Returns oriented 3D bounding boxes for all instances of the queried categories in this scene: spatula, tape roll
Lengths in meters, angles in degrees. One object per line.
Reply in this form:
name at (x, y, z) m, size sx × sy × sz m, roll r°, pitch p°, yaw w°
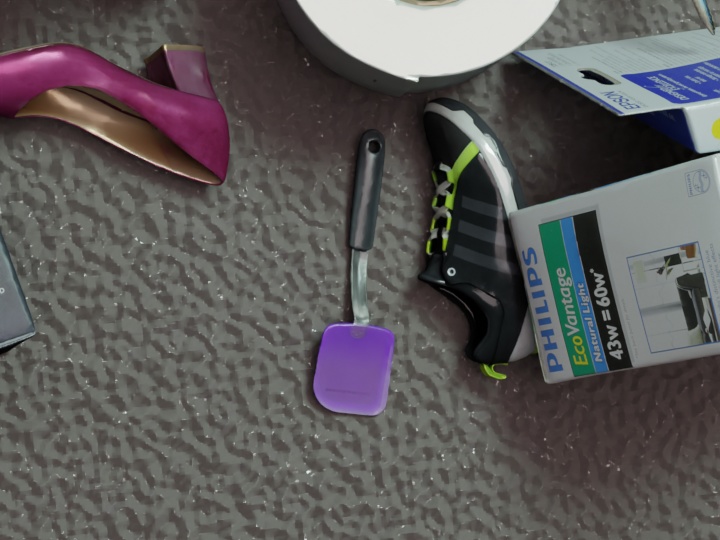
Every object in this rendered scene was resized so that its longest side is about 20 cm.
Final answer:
spatula at (0.000, 0.000, 1.344) m, size 0.056 × 0.021 × 0.201 m, roll 6°, pitch 83°, yaw -19°
tape roll at (0.038, -0.225, 1.294) m, size 0.202 × 0.139 × 0.204 m, roll 0°, pitch 91°, yaw -4°

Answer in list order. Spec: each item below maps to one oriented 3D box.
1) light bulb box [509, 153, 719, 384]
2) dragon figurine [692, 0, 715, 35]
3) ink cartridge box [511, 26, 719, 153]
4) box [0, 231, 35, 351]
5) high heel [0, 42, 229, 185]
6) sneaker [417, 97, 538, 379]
light bulb box at (0.243, -0.011, 1.286) m, size 0.198 × 0.200 × 0.125 m, roll -11°, pitch 88°, yaw -38°
dragon figurine at (0.244, -0.270, 1.336) m, size 0.099 × 0.059 × 0.201 m, roll -17°, pitch 65°, yaw -2°
ink cartridge box at (0.232, -0.127, 1.323) m, size 0.199 × 0.198 × 0.047 m, roll -12°, pitch 111°, yaw -13°
box at (-0.293, -0.029, 1.183) m, size 0.117 × 0.197 × 0.201 m, roll -20°, pitch 91°, yaw -15°
high heel at (-0.178, -0.098, 1.268) m, size 0.199 × 0.067 × 0.097 m, roll -8°, pitch 78°, yaw -27°
sneaker at (0.075, -0.021, 1.339) m, size 0.082 × 0.072 × 0.201 m, roll -23°, pitch 92°, yaw -13°
